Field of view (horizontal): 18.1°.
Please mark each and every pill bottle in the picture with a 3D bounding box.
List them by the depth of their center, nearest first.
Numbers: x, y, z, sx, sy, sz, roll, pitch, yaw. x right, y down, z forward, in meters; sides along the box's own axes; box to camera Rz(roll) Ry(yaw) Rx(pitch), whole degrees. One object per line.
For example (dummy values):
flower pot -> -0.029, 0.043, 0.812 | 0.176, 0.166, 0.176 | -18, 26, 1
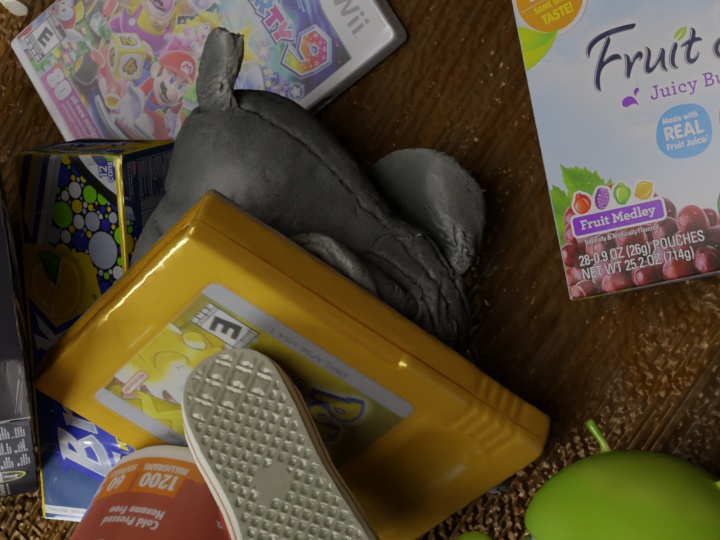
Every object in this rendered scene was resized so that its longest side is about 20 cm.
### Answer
pill bottle -> -0.110, 0.189, 1.077 | 0.112, 0.200, 0.112 | 14, 137, 14

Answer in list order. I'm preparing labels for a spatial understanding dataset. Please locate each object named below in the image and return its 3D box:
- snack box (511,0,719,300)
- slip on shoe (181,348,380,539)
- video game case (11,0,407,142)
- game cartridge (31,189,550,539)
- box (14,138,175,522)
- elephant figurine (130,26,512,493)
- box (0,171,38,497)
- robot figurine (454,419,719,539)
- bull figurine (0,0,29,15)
snack box -> 0.180, -0.087, 1.037 | 0.200, 0.068, 0.169 | -11, 88, 27
slip on shoe -> -0.027, 0.130, 1.012 | 0.074, 0.061, 0.200 | -22, 64, -3
video game case -> -0.086, -0.123, 1.206 | 0.200, 0.018, 0.143 | -37, 75, 25
game cartridge -> -0.037, 0.064, 1.088 | 0.200, 0.032, 0.176 | 35, 138, -13
box -> -0.132, 0.032, 1.200 | 0.070, 0.064, 0.200 | 3, 101, 28
elephant figurine -> 0.000, 0.000, 1.112 | 0.200, 0.155, 0.142 | 24, 81, 21
box -> -0.198, 0.023, 1.169 | 0.049, 0.200, 0.161 | -9, 76, -9
robot figurine -> 0.122, 0.174, 1.054 | 0.175, 0.116, 0.200 | 15, 100, 22
bull figurine -> -0.213, -0.202, 1.235 | 0.200, 0.065, 0.121 | -2, 59, 36
